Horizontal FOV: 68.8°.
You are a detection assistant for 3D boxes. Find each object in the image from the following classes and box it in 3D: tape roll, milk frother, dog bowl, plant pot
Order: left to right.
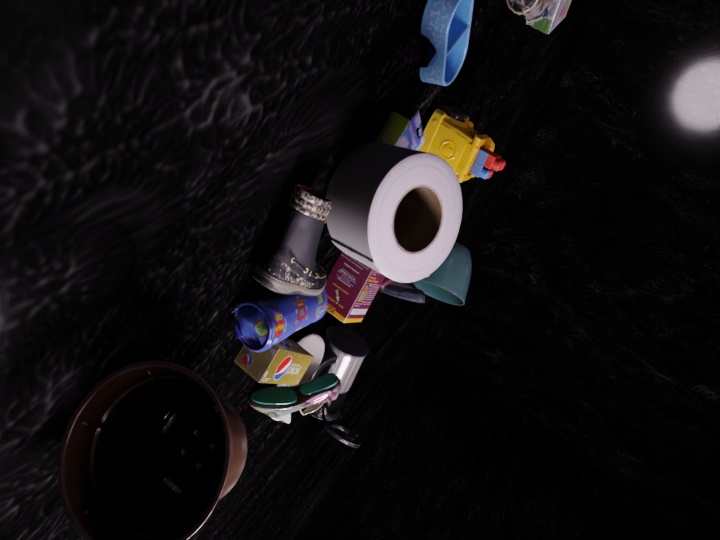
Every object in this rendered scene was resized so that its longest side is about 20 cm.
[{"bbox_3d":[-0.237,0.234,0.673,0.203,0.197,0.199,-54,169,-13],"label":"plant pot"},{"bbox_3d":[-0.042,0.276,1.235,0.193,0.196,0.180,-65,168,20],"label":"milk frother"},{"bbox_3d":[0.055,-0.100,0.875,0.197,0.138,0.211,-13,114,-32],"label":"tape roll"},{"bbox_3d":[0.272,-0.005,1.709,0.201,0.194,0.166,57,55,-71],"label":"plant pot"},{"bbox_3d":[0.154,-0.416,0.934,0.113,0.049,0.201,-54,162,-18],"label":"dog bowl"}]

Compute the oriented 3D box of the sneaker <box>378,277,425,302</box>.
[{"bbox_3d":[0.071,0.011,1.172,0.069,0.196,0.085,17,94,-50],"label":"sneaker"}]

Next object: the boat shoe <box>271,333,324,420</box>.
[{"bbox_3d":[-0.135,0.225,1.134,0.069,0.070,0.206,-69,-178,-83],"label":"boat shoe"}]

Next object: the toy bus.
[{"bbox_3d":[0.236,-0.268,1.173,0.199,0.188,0.139,-29,145,-60],"label":"toy bus"}]

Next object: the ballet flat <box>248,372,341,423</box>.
[{"bbox_3d":[-0.129,0.266,1.070,0.193,0.069,0.074,-11,118,-23],"label":"ballet flat"}]

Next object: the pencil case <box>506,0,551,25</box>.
[{"bbox_3d":[0.394,-0.627,1.219,0.199,0.075,0.093,-32,130,-57],"label":"pencil case"}]

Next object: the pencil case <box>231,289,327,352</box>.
[{"bbox_3d":[-0.130,0.071,0.871,0.199,0.084,0.081,-23,100,-63],"label":"pencil case"}]

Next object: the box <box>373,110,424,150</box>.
[{"bbox_3d":[0.046,-0.195,0.984,0.204,0.047,0.122,-58,162,-4],"label":"box"}]

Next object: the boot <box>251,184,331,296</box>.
[{"bbox_3d":[-0.081,-0.044,0.836,0.158,0.072,0.203,-64,162,8],"label":"boot"}]

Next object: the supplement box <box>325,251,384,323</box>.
[{"bbox_3d":[0.000,0.000,1.109,0.205,0.084,0.110,-61,162,6],"label":"supplement box"}]

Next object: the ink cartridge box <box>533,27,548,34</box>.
[{"bbox_3d":[0.564,-0.770,1.499,0.200,0.058,0.106,-47,159,-35],"label":"ink cartridge box"}]

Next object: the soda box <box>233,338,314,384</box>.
[{"bbox_3d":[-0.154,0.164,0.977,0.069,0.063,0.200,-56,163,-4],"label":"soda box"}]
